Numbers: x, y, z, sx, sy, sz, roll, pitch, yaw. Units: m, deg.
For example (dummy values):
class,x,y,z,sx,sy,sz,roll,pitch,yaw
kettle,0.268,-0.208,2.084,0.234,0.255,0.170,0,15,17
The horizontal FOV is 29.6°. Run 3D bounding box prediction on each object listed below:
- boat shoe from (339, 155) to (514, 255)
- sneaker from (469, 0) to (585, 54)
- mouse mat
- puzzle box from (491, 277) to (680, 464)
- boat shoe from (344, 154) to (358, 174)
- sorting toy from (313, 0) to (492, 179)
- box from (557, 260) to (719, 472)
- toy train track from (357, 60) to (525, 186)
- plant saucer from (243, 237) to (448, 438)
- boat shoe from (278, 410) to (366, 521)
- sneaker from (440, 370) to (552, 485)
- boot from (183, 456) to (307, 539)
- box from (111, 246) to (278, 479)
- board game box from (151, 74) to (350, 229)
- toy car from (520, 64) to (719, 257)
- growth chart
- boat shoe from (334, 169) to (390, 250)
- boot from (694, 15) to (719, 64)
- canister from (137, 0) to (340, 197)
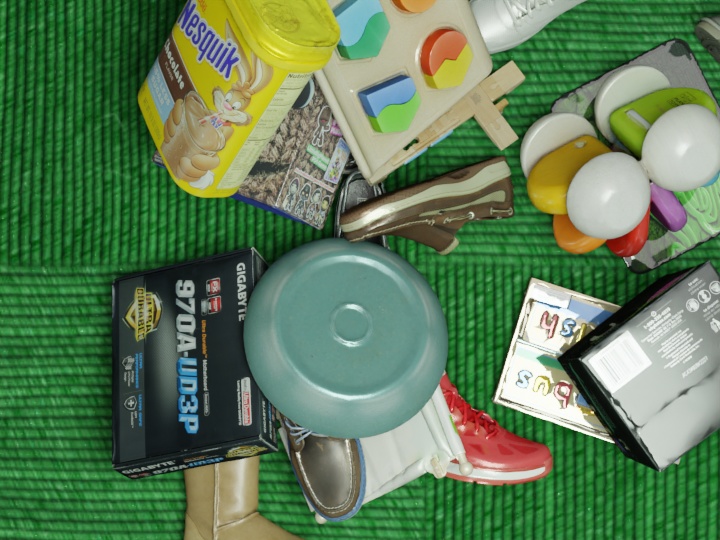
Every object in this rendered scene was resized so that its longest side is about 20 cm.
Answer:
class,x,y,z,sx,sy,sz,roll,pitch,yaw
boat shoe,0.074,-0.052,1.330,0.200,0.074,0.076,-20,96,-27
sneaker,0.184,-0.285,1.350,0.198,0.116,0.074,-28,88,2
mouse mat,0.304,-0.117,1.390,0.159,0.008,0.202,-27,87,1
puzzle box,0.243,0.101,1.370,0.197,0.025,0.135,17,88,3
boat shoe,0.022,-0.192,1.378,0.073,0.060,0.201,33,89,3
sorting toy,0.039,-0.214,1.286,0.200,0.036,0.186,-44,126,-23
box,0.280,0.088,1.256,0.148,0.200,0.125,-36,85,0
toy train track,0.081,-0.145,1.371,0.199,0.033,0.115,-35,83,-16
plant saucer,-0.011,0.055,1.279,0.197,0.036,0.203,3,68,-8
boat shoe,-0.049,0.140,1.303,0.071,0.072,0.203,-20,71,7
sneaker,0.096,0.140,1.341,0.197,0.078,0.117,7,99,2
boot,-0.108,0.202,1.346,0.172,0.066,0.203,-1,86,17
box,-0.164,0.091,1.328,0.157,0.046,0.203,-12,64,15
board game box,-0.087,-0.166,1.336,0.158,0.097,0.203,19,87,27
toy car,0.264,-0.091,1.323,0.198,0.175,0.151,-32,121,0
growth chart,0.006,0.159,1.328,0.198,0.018,0.147,-25,71,27
boat shoe,0.003,0.000,1.364,0.072,0.068,0.203,5,87,3
boot,0.454,-0.266,1.359,0.181,0.073,0.201,33,95,-10
canister,-0.114,-0.180,1.206,0.200,0.086,0.150,-52,55,40
